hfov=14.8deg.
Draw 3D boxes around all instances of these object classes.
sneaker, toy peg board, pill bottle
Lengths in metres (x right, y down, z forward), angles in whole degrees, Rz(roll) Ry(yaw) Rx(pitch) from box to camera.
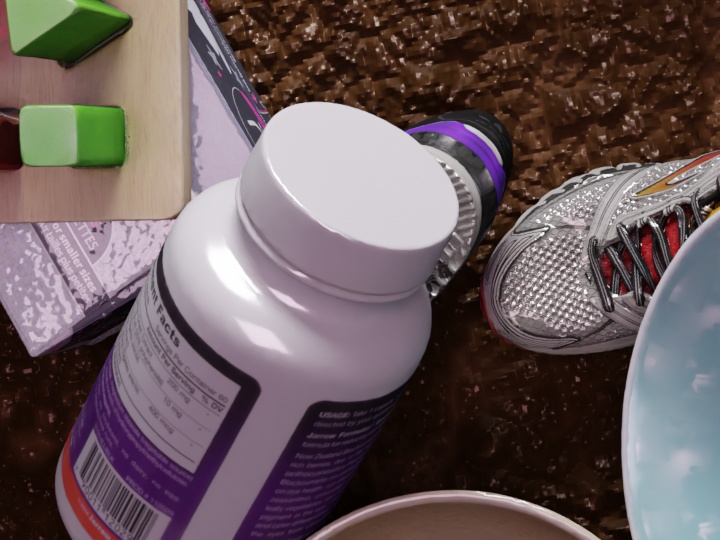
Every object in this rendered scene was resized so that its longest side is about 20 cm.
[{"bbox_3d":[0.144,-0.019,1.174,0.199,0.082,0.078,-20,89,8],"label":"sneaker"},{"bbox_3d":[0.001,0.000,1.198,0.070,0.100,0.200,46,127,-4],"label":"sneaker"},{"bbox_3d":[-0.174,-0.118,1.092,0.198,0.098,0.201,-1,91,9],"label":"toy peg board"},{"bbox_3d":[-0.039,0.034,1.103,0.111,0.111,0.200,34,126,6],"label":"pill bottle"}]

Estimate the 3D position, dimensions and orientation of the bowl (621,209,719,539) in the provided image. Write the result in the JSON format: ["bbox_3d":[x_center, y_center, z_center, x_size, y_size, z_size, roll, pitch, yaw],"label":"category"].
[{"bbox_3d":[0.202,0.070,1.088,0.104,0.200,0.202,2,92,-30],"label":"bowl"}]

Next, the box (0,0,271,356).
[{"bbox_3d":[-0.126,-0.080,1.192,0.132,0.115,0.201,-30,87,7],"label":"box"}]

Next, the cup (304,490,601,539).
[{"bbox_3d":[0.048,0.196,1.153,0.199,0.143,0.202,-2,82,11],"label":"cup"}]
